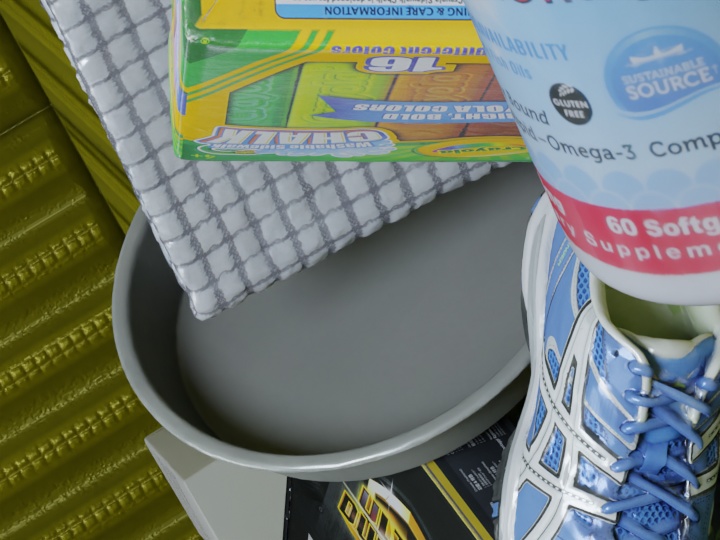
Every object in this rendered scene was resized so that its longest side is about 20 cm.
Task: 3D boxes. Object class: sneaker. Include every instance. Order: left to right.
[{"bbox_3d":[0.092,0.055,1.001,0.077,0.076,0.200,151,117,-72],"label":"sneaker"}]

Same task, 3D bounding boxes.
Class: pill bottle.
[{"bbox_3d":[0.068,-0.098,0.675,0.200,0.109,0.109,63,170,-31],"label":"pill bottle"}]

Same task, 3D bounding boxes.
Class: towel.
[{"bbox_3d":[-0.033,-0.105,1.052,0.200,0.165,0.086,65,173,-32],"label":"towel"}]

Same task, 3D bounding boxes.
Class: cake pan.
[{"bbox_3d":[0.000,0.000,1.113,0.200,0.200,0.037,51,175,40],"label":"cake pan"}]

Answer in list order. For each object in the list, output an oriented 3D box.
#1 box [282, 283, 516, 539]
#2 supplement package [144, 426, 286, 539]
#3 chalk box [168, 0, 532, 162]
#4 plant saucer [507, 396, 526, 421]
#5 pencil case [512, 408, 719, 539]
[{"bbox_3d":[0.035,0.123,1.138,0.200,0.049,0.160,53,151,39],"label":"box"},{"bbox_3d":[-0.111,0.196,2.683,0.120,0.121,0.200,61,171,-15],"label":"supplement package"},{"bbox_3d":[0.003,-0.101,0.858,0.200,0.124,0.124,109,159,-79],"label":"chalk box"},{"bbox_3d":[0.078,0.081,1.270,0.200,0.036,0.200,-14,-90,-74],"label":"plant saucer"},{"bbox_3d":[0.131,0.126,1.203,0.078,0.087,0.200,10,138,44],"label":"pencil case"}]
